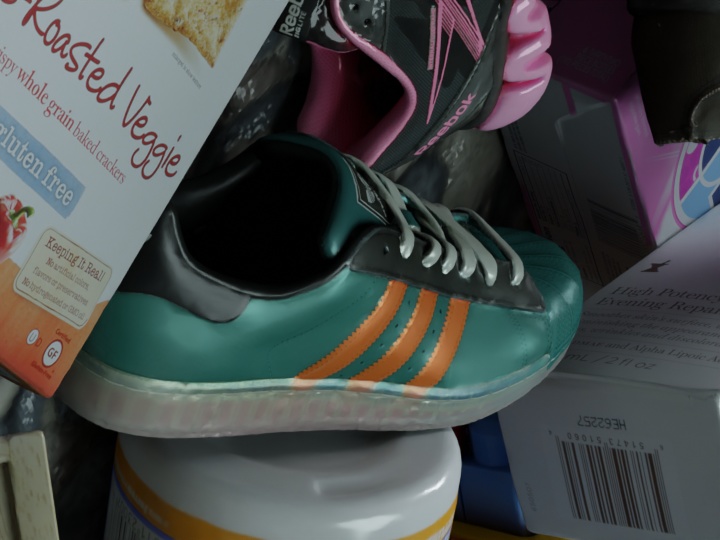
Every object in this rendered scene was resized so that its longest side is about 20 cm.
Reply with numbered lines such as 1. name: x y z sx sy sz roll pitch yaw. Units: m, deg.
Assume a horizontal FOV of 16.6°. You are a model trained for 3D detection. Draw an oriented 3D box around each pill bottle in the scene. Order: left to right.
1. pill bottle: -0.036 0.136 0.814 0.112 0.112 0.202 -25 132 -50

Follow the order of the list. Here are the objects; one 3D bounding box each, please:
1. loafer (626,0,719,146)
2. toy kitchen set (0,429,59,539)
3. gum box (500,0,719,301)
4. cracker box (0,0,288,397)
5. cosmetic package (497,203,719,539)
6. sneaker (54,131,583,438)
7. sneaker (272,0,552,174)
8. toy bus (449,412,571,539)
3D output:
1. loafer: 0.174 -0.053 0.880 0.199 0.073 0.072 13 87 -24
2. toy kitchen set: -0.164 0.160 0.681 0.162 0.180 0.202 -8 86 -17
3. gum box: 0.119 -0.061 0.974 0.114 0.066 0.200 -53 150 -19
4. cracker box: -0.076 -0.084 0.635 0.201 0.057 0.134 -61 152 -10
5. cosmetic package: 0.149 0.028 0.909 0.200 0.101 0.075 -35 120 -43
6. sneaker: 0.000 0.000 0.764 0.199 0.071 0.080 -6 131 -39
7. sneaker: 0.010 -0.109 0.758 0.095 0.079 0.201 -32 138 -28
8. toy bus: 0.074 0.103 0.984 0.200 0.135 0.194 -35 123 -46
